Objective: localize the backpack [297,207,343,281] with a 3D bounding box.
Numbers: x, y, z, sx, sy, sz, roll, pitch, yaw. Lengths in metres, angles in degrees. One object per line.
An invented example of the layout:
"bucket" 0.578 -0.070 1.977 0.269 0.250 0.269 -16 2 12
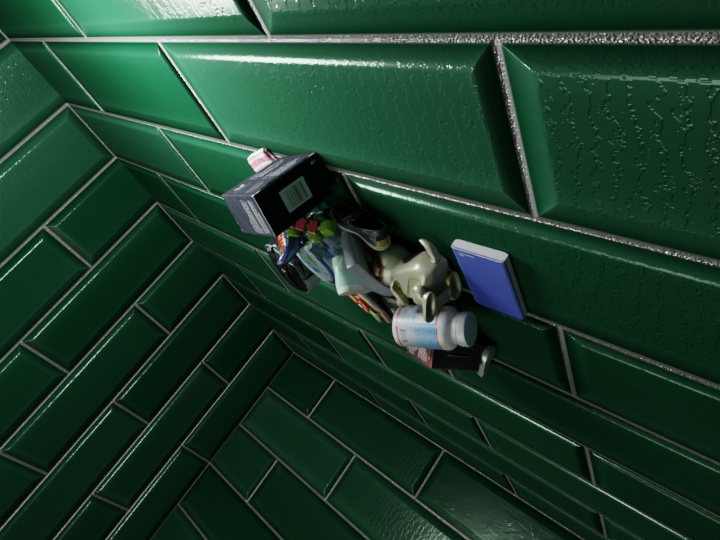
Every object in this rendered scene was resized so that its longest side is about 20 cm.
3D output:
"backpack" -0.084 -0.054 1.474 0.200 0.148 0.182 42 165 -19

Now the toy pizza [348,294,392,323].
"toy pizza" 0.014 0.099 1.565 0.199 0.032 0.200 40 174 5

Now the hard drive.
"hard drive" 0.283 0.022 1.135 0.131 0.025 0.201 22 155 43

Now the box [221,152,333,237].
"box" -0.205 -0.188 1.290 0.199 0.196 0.119 12 136 54

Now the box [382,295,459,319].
"box" 0.174 0.113 1.432 0.197 0.045 0.161 9 149 25

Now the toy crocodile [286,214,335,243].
"toy crocodile" -0.146 -0.117 1.335 0.197 0.069 0.061 14 178 30

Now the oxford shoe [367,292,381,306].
"oxford shoe" 0.043 0.061 1.596 0.201 0.075 0.058 52 -172 -24

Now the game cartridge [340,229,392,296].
"game cartridge" 0.026 -0.012 1.339 0.040 0.135 0.199 -27 144 25

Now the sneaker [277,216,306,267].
"sneaker" -0.203 -0.099 1.424 0.077 0.203 0.075 20 146 -21

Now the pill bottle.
"pill bottle" 0.187 0.142 1.311 0.197 0.110 0.109 0 141 36

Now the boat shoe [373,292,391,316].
"boat shoe" 0.100 0.089 1.563 0.071 0.076 0.200 10 148 49

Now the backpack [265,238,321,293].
"backpack" -0.204 -0.030 1.741 0.174 0.153 0.202 28 149 36

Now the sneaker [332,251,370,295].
"sneaker" 0.000 0.000 1.390 0.073 0.121 0.199 -19 169 32

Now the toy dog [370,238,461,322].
"toy dog" 0.115 0.007 1.254 0.198 0.139 0.196 22 146 42

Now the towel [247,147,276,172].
"towel" -0.233 -0.256 1.480 0.200 0.030 0.146 47 159 -20

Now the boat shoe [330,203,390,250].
"boat shoe" -0.001 -0.122 1.272 0.199 0.074 0.063 38 150 36

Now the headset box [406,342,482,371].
"headset box" 0.233 0.222 1.451 0.146 0.079 0.200 7 -179 -16

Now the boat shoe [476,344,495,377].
"boat shoe" 0.338 0.248 1.486 0.067 0.072 0.200 30 166 19
